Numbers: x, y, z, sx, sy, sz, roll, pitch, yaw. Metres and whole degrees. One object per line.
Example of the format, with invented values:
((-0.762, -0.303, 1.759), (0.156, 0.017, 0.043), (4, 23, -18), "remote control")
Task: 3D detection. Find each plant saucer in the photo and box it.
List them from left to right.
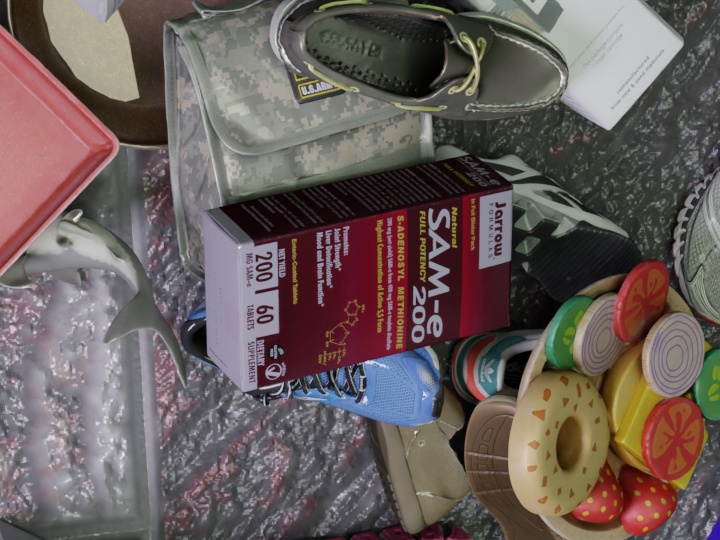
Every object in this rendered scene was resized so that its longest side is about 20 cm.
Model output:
((-0.292, -0.076, 1.656), (0.200, 0.037, 0.200), (43, 88, 5), "plant saucer")
((-0.142, -0.183, 1.703), (0.200, 0.037, 0.201), (-3, 103, -14), "plant saucer")

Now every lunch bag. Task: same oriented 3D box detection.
((-0.040, -0.095, 1.677), (0.164, 0.118, 0.201), (-17, 118, -21), "lunch bag")

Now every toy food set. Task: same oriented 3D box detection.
((0.182, 0.095, 1.750), (0.200, 0.049, 0.198), (35, 74, -40), "toy food set")

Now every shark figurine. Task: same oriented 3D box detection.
((-0.195, 0.000, 1.698), (0.128, 0.214, 0.090), (-65, 153, -24), "shark figurine")

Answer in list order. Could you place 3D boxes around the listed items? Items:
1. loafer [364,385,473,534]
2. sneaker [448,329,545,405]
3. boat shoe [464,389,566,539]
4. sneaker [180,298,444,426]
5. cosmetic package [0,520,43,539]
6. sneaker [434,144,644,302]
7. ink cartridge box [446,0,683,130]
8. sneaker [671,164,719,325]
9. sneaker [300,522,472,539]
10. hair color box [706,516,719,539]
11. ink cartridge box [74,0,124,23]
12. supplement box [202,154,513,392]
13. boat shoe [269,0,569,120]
((0.034, 0.090, 1.796), (0.067, 0.076, 0.201), (-19, 117, -11), "loafer")
((0.169, 0.078, 1.810), (0.199, 0.093, 0.071), (4, 92, -15), "sneaker")
((0.129, 0.151, 1.813), (0.065, 0.072, 0.200), (-62, 142, -39), "boat shoe")
((-0.035, 0.067, 1.708), (0.199, 0.089, 0.079), (17, 118, 25), "sneaker")
((-0.196, 0.304, 1.730), (0.200, 0.167, 0.167), (28, 95, -18), "cosmetic package")
((0.125, -0.041, 1.790), (0.074, 0.089, 0.200), (-42, 137, 23), "sneaker")
((0.105, -0.200, 1.707), (0.200, 0.146, 0.084), (40, 92, -19), "ink cartridge box")
((0.288, -0.055, 1.822), (0.078, 0.082, 0.201), (16, 98, -18), "sneaker")
((-0.012, 0.240, 1.813), (0.199, 0.074, 0.088), (-7, 98, -18), "sneaker")
((0.318, 0.227, 1.905), (0.109, 0.065, 0.200), (29, 92, -20), "hair color box")
((-0.156, -0.285, 1.618), (0.146, 0.086, 0.200), (40, 82, -2), "ink cartridge box")
((0.000, 0.000, 1.639), (0.199, 0.061, 0.109), (-14, 120, -24), "supplement box")
((0.044, -0.133, 1.605), (0.201, 0.060, 0.072), (9, 100, -16), "boat shoe")
